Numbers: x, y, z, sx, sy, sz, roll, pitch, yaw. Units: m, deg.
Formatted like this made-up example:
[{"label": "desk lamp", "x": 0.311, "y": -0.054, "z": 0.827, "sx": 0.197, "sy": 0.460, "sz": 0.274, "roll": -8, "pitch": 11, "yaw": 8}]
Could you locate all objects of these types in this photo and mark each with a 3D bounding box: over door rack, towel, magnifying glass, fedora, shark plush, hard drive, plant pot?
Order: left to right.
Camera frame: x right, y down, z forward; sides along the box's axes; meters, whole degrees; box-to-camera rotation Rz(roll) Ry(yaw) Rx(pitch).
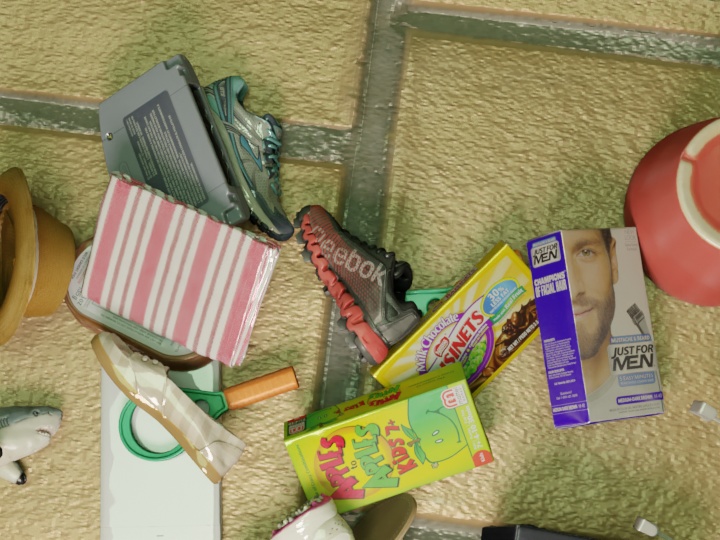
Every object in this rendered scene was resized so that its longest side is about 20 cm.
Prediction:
[{"label": "shark plush", "x": -0.427, "y": 0.170, "z": 1.448, "sx": 0.198, "sy": 0.091, "sz": 0.084, "roll": 7, "pitch": 62, "yaw": 24}, {"label": "fedora", "x": -0.361, "y": -0.011, "z": 1.422, "sx": 0.081, "sy": 0.200, "sz": 0.202, "roll": 10, "pitch": 81, "yaw": -35}, {"label": "hard drive", "x": -0.216, "y": 0.194, "z": 1.434, "sx": 0.131, "sy": 0.026, "sz": 0.202, "roll": -2, "pitch": 83, "yaw": 3}, {"label": "towel", "x": -0.191, "y": -0.001, "z": 1.378, "sx": 0.199, "sy": 0.030, "sz": 0.147, "roll": 24, "pitch": 110, "yaw": 11}, {"label": "magnifying glass", "x": -0.163, "y": 0.146, "z": 1.415, "sx": 0.198, "sy": 0.022, "sz": 0.080, "roll": -19, "pitch": 82, "yaw": 2}, {"label": "magnifying glass", "x": 0.089, "y": 0.036, "z": 1.433, "sx": 0.199, "sy": 0.022, "sz": 0.080, "roll": -29, "pitch": 82, "yaw": -2}, {"label": "plant pot", "x": 0.379, "y": -0.072, "z": 1.362, "sx": 0.199, "sy": 0.177, "sz": 0.202, "roll": 0, "pitch": 82, "yaw": 4}, {"label": "over door rack", "x": 0.386, "y": 0.239, "z": 1.367, "sx": 0.199, "sy": 0.067, "sz": 0.149, "roll": 29, "pitch": 84, "yaw": -15}]

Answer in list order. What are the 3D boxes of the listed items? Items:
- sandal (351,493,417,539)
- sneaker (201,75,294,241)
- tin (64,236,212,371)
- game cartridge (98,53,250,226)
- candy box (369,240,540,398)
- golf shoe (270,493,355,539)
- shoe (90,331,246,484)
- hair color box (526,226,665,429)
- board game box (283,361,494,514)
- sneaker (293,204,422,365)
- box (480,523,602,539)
[{"label": "sandal", "x": 0.005, "y": 0.331, "z": 1.395, "sx": 0.070, "sy": 0.078, "sz": 0.212, "roll": 40, "pitch": 94, "yaw": -25}, {"label": "sneaker", "x": -0.117, "y": -0.128, "z": 1.446, "sx": 0.086, "sy": 0.078, "sz": 0.201, "roll": -30, "pitch": 82, "yaw": -5}, {"label": "tin", "x": -0.233, "y": 0.033, "z": 1.436, "sx": 0.199, "sy": 0.042, "sz": 0.113, "roll": 25, "pitch": 78, "yaw": 11}, {"label": "game cartridge", "x": -0.207, "y": -0.114, "z": 1.419, "sx": 0.133, "sy": 0.041, "sz": 0.201, "roll": -29, "pitch": 74, "yaw": 26}, {"label": "candy box", "x": 0.114, "y": 0.073, "z": 1.408, "sx": 0.200, "sy": 0.026, "sz": 0.102, "roll": -45, "pitch": 104, "yaw": 1}, {"label": "golf shoe", "x": -0.084, "y": 0.319, "z": 1.367, "sx": 0.200, "sy": 0.075, "sz": 0.092, "roll": -41, "pitch": 87, "yaw": 22}, {"label": "shoe", "x": -0.200, "y": 0.133, "z": 1.376, "sx": 0.053, "sy": 0.070, "sz": 0.200, "roll": -43, "pitch": 90, "yaw": -2}, {"label": "hair color box", "x": 0.247, "y": 0.059, "z": 1.386, "sx": 0.109, "sy": 0.065, "sz": 0.202, "roll": -3, "pitch": 80, "yaw": -32}, {"label": "board game box", "x": 0.029, "y": 0.180, "z": 1.385, "sx": 0.199, "sy": 0.048, "sz": 0.102, "roll": -19, "pitch": 110, "yaw": 4}, {"label": "sneaker", "x": 0.000, "y": 0.000, "z": 1.407, "sx": 0.098, "sy": 0.071, "sz": 0.201, "roll": -32, "pitch": 61, "yaw": 3}, {"label": "box", "x": 0.219, "y": 0.344, "z": 1.320, "sx": 0.198, "sy": 0.104, "sz": 0.149, "roll": 14, "pitch": 75, "yaw": -12}]
